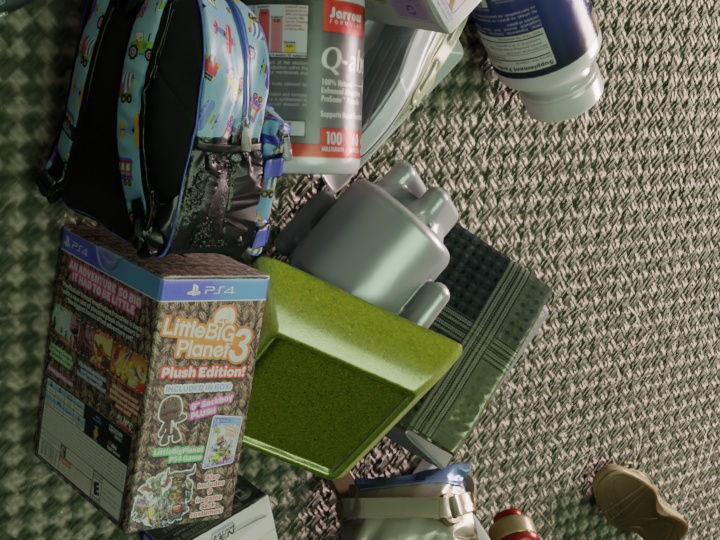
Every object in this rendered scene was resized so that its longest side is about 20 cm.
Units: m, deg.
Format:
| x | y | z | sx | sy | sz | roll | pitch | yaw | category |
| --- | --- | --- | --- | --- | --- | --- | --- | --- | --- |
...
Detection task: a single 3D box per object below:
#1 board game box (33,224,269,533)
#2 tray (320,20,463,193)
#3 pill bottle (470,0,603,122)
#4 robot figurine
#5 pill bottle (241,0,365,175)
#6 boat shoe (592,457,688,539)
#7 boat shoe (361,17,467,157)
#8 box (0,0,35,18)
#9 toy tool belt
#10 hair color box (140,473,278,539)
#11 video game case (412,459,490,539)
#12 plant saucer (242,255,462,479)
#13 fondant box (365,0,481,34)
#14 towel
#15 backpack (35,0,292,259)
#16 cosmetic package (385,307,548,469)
| x | y | z | sx | sy | sz | roll | pitch | yaw | category |
| --- | --- | --- | --- | --- | --- | --- | --- | --- | --- |
| -0.170 | 0.079 | 0.937 | 0.097 | 0.159 | 0.200 | 0 | 105 | -41 | board game box |
| 0.010 | -0.177 | 1.093 | 0.200 | 0.022 | 0.107 | -48 | 129 | -17 | tray |
| 0.169 | -0.245 | 1.143 | 0.111 | 0.111 | 0.200 | -45 | 129 | -19 | pill bottle |
| 0.000 | 0.000 | 1.050 | 0.200 | 0.170 | 0.113 | -48 | 153 | -3 | robot figurine |
| -0.054 | -0.180 | 0.965 | 0.116 | 0.116 | 0.200 | -3 | 97 | -40 | pill bottle |
| 0.355 | 0.299 | 1.538 | 0.073 | 0.063 | 0.200 | -39 | 129 | 10 | boat shoe |
| 0.041 | -0.178 | 1.056 | 0.062 | 0.072 | 0.200 | 38 | 77 | -39 | boat shoe |
| -0.269 | -0.275 | 0.802 | 0.159 | 0.046 | 0.200 | -36 | 126 | -26 | box |
| 0.070 | 0.237 | 1.187 | 0.200 | 0.123 | 0.125 | -6 | 141 | -10 | toy tool belt |
| -0.129 | 0.304 | 1.116 | 0.109 | 0.065 | 0.200 | -26 | 122 | -31 | hair color box |
| 0.073 | 0.336 | 1.290 | 0.182 | 0.023 | 0.200 | -50 | 124 | -30 | video game case |
| -0.046 | 0.102 | 1.009 | 0.199 | 0.048 | 0.200 | 25 | 129 | -20 | plant saucer |
| 0.078 | -0.298 | 1.024 | 0.200 | 0.144 | 0.058 | -50 | 131 | -16 | fondant box |
| 0.057 | 0.048 | 1.128 | 0.192 | 0.035 | 0.200 | 33 | 76 | 2 | towel |
| -0.136 | -0.124 | 0.872 | 0.134 | 0.182 | 0.200 | -2 | 109 | -43 | backpack |
| 0.087 | 0.086 | 1.196 | 0.200 | 0.107 | 0.090 | -53 | 131 | -16 | cosmetic package |
